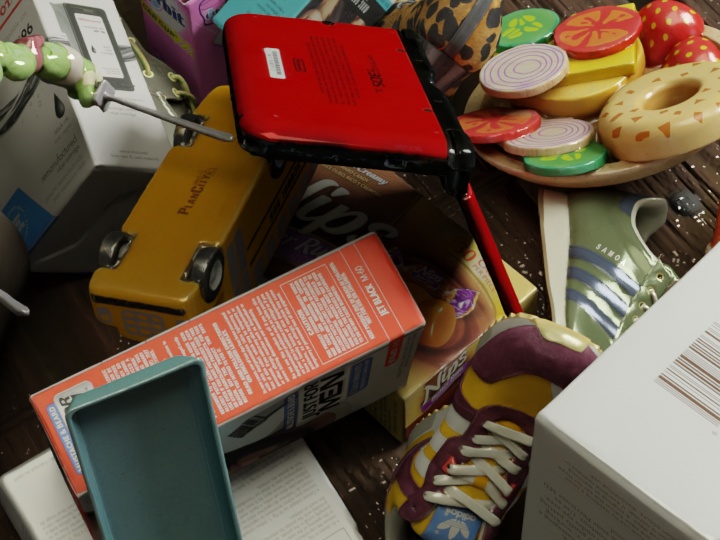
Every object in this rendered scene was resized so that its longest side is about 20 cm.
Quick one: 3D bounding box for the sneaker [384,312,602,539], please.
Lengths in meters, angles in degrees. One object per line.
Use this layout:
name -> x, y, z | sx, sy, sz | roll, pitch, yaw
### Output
sneaker -> 0.068, 0.101, 0.872 | 0.075, 0.200, 0.090 | 24, 55, -3

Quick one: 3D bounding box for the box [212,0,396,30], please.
box -> -0.001, -0.211, 1.086 | 0.200, 0.082, 0.049 | -48, 64, 5

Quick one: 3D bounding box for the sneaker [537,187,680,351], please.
sneaker -> 0.158, 0.025, 1.000 | 0.090, 0.067, 0.201 | -4, 50, 5

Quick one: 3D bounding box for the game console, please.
game console -> 0.006, -0.054, 0.919 | 0.172, 0.119, 0.200 | 5, 25, -10

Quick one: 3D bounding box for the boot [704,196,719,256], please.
boot -> 0.303, -0.038, 1.045 | 0.200, 0.107, 0.075 | 1, 27, -29

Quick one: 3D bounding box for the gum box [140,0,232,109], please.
gum box -> -0.053, -0.207, 1.149 | 0.200, 0.114, 0.066 | -33, 59, -21

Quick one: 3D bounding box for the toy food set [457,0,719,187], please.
toy food set -> 0.158, -0.120, 1.084 | 0.197, 0.049, 0.200 | -8, 36, 14

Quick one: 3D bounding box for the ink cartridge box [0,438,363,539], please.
ink cartridge box -> -0.088, 0.163, 0.932 | 0.162, 0.057, 0.200 | -29, 79, -19

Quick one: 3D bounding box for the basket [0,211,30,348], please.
basket -> -0.279, 0.052, 0.951 | 0.136, 0.180, 0.200 | 38, 42, -21

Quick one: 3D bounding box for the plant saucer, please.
plant saucer -> -0.097, 0.125, 0.828 | 0.070, 0.200, 0.019 | -22, 40, -17

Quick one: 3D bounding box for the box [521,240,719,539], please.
box -> 0.172, 0.113, 0.853 | 0.106, 0.200, 0.152 | 36, 62, 26

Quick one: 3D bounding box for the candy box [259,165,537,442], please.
candy box -> 0.000, 0.000, 1.032 | 0.117, 0.057, 0.200 | -37, 62, -22

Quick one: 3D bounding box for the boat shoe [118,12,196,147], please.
boat shoe -> -0.149, -0.119, 1.113 | 0.060, 0.072, 0.202 | -33, 55, -15

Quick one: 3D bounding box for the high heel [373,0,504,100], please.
high heel -> 0.063, -0.172, 1.091 | 0.071, 0.143, 0.200 | 32, 35, -11

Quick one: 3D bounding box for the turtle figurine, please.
turtle figurine -> -0.216, -0.072, 0.924 | 0.194, 0.200, 0.144 | 21, 82, 60

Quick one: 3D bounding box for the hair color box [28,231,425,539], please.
hair color box -> -0.069, 0.064, 0.885 | 0.200, 0.111, 0.064 | -25, 73, -12

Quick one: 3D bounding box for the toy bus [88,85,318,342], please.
toy bus -> -0.086, -0.030, 0.955 | 0.065, 0.078, 0.200 | 9, 45, 15

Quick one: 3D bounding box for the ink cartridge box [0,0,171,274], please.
ink cartridge box -> -0.200, -0.112, 1.055 | 0.068, 0.116, 0.200 | 2, 55, -43
